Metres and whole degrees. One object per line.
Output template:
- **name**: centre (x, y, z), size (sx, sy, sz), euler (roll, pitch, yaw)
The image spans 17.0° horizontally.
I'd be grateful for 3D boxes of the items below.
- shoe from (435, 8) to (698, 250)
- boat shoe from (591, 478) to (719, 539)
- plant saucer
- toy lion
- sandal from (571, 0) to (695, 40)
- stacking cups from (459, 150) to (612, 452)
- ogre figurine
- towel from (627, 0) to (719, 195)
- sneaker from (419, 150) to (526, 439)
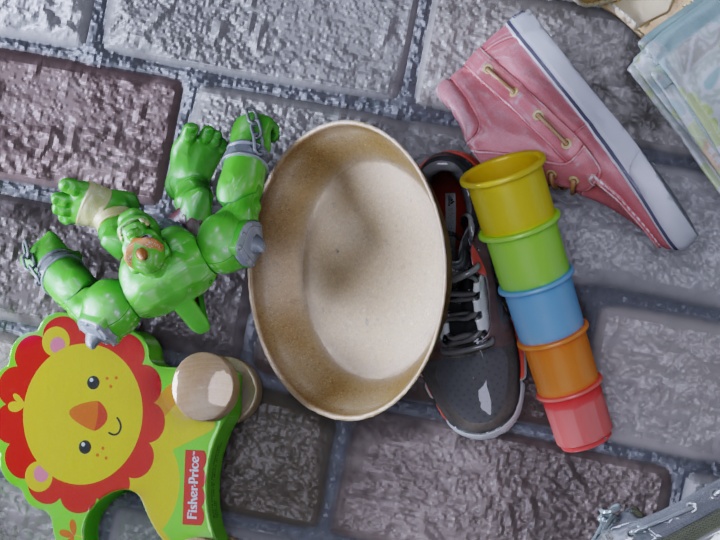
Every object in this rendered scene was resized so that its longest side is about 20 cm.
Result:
- **shoe**: centre (0.137, -0.075, 1.628), size (0.091, 0.071, 0.200), euler (-39, 75, 7)
- **boat shoe**: centre (0.208, 0.168, 1.595), size (0.201, 0.074, 0.065), euler (-19, 76, 4)
- **plant saucer**: centre (0.000, 0.000, 1.620), size (0.200, 0.035, 0.202), euler (0, 91, 48)
- **toy lion**: centre (-0.169, 0.129, 1.672), size (0.190, 0.069, 0.201), euler (0, 86, 17)
- **sandal**: centre (0.164, -0.211, 1.631), size (0.211, 0.070, 0.078), euler (37, 92, 11)
- **stacking cups**: centre (0.124, 0.022, 1.602), size (0.060, 0.061, 0.201), euler (-17, 108, 8)
- **ogre figurine**: centre (-0.136, -0.023, 1.650), size (0.199, 0.098, 0.120), euler (-17, 47, -5)
- **towel**: centre (0.301, -0.131, 1.600), size (0.200, 0.048, 0.172), euler (-35, 93, 2)
- **sneaker**: centre (0.062, 0.015, 1.624), size (0.077, 0.082, 0.201), euler (-12, 83, 9)
